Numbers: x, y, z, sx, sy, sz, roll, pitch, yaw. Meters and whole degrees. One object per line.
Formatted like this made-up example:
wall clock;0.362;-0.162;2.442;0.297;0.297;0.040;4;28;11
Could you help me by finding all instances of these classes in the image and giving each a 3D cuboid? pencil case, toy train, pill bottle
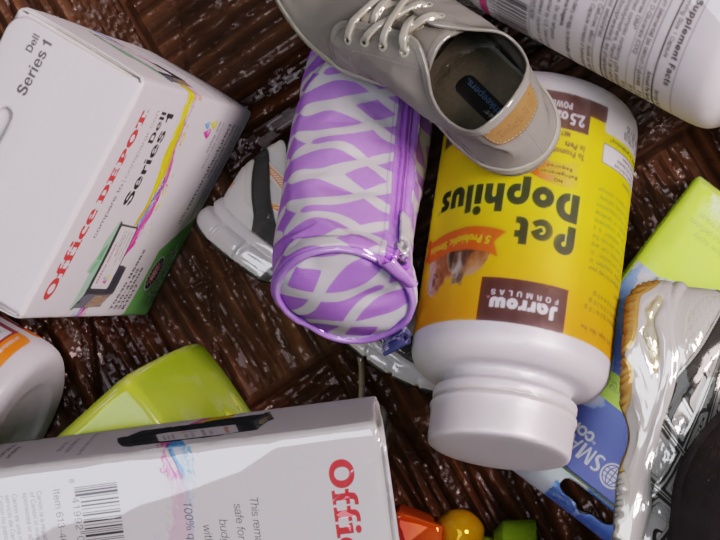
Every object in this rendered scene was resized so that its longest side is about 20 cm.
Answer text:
pencil case;0.001;-0.056;1.031;0.085;0.084;0.201;-35;37;39
toy train;0.050;0.152;1.072;0.114;0.085;0.202;3;90;2
pill bottle;-0.288;0.051;1.129;0.199;0.113;0.114;29;96;12
pill bottle;0.163;-0.144;0.965;0.199;0.113;0.114;31;96;18
pill bottle;0.088;0.002;1.018;0.108;0.109;0.202;5;71;13

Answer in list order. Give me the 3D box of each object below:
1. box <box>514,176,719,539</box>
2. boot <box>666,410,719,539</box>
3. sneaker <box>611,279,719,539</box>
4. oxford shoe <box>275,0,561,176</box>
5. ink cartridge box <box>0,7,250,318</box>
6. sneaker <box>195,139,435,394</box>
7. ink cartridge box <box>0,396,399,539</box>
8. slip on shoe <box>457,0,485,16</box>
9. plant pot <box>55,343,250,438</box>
box;0.178;0.063;1.057;0.122;0.048;0.201;37;96;11
boot;0.234;0.169;0.978;0.068;0.200;0.190;14;73;49
sneaker;0.178;0.108;0.995;0.087;0.076;0.202;4;94;8
oxford shoe;0.026;-0.125;0.995;0.075;0.058;0.200;-47;63;-3
ink cartridge box;-0.154;-0.054;1.055;0.084;0.200;0.146;30;96;12
sneaker;0.000;0.000;1.085;0.199;0.074;0.080;37;93;9
ink cartridge box;-0.077;0.150;0.911;0.198;0.083;0.147;-7;95;1
slip on shoe;-0.012;-0.196;1.093;0.198;0.074;0.062;20;77;11
plant pot;-0.121;0.178;1.052;0.199;0.200;0.182;-41;87;7
